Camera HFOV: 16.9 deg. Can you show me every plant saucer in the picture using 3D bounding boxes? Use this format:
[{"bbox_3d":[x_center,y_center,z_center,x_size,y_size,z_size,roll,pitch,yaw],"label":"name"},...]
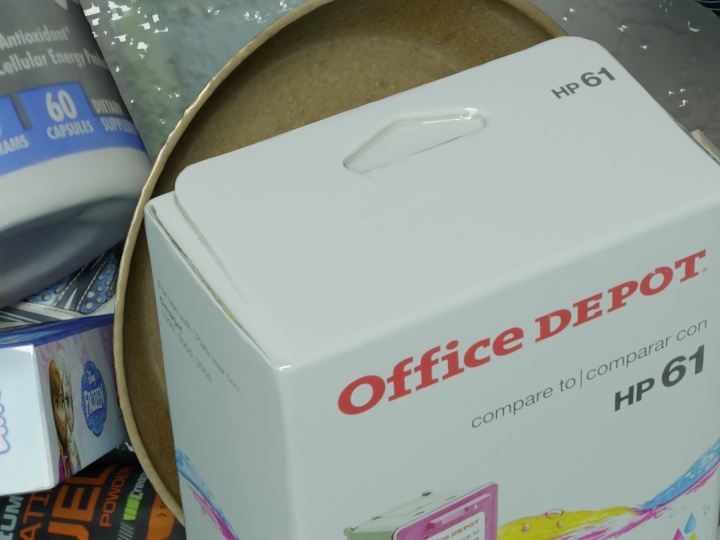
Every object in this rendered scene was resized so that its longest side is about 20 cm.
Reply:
[{"bbox_3d":[0.000,0.000,0.779,0.199,0.035,0.201,-13,114,-32],"label":"plant saucer"}]

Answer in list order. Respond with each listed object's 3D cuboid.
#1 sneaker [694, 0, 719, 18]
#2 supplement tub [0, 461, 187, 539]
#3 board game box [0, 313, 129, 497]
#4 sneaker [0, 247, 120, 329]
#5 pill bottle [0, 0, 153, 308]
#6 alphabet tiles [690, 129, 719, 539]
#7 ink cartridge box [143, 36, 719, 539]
[{"bbox_3d":[0.121,-0.104,0.706,0.078,0.200,0.070,37,100,24],"label":"sneaker"},{"bbox_3d":[-0.111,0.121,0.846,0.199,0.107,0.108,-3,106,10],"label":"supplement tub"},{"bbox_3d":[-0.172,0.048,0.714,0.198,0.200,0.041,-8,91,2],"label":"board game box"},{"bbox_3d":[-0.176,0.006,0.847,0.199,0.077,0.086,-7,99,2],"label":"sneaker"},{"bbox_3d":[-0.151,-0.090,0.761,0.113,0.114,0.201,-28,81,16],"label":"pill bottle"},{"bbox_3d":[0.124,0.021,0.783,0.200,0.008,0.167,-35,129,17],"label":"alphabet tiles"},{"bbox_3d":[0.026,0.050,0.702,0.144,0.085,0.201,-22,134,-19],"label":"ink cartridge box"}]
